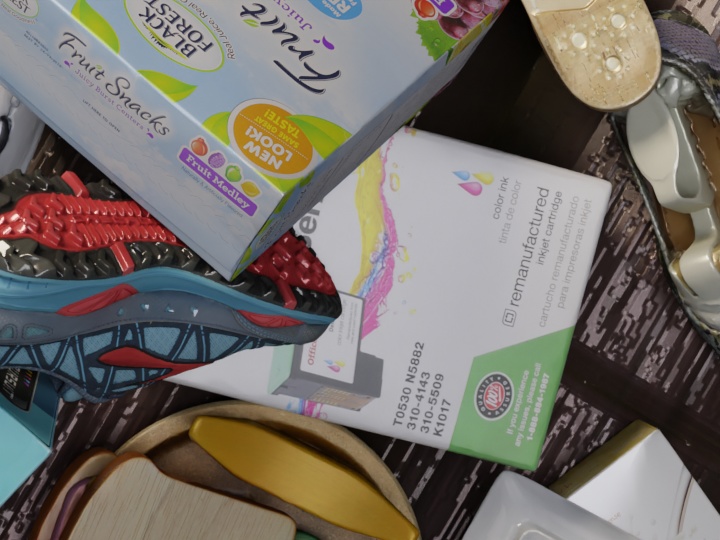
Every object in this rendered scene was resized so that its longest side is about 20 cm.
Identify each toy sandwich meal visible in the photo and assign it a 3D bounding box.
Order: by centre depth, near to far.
[{"bbox_3d":[-0.061,0.154,1.073,0.205,0.070,0.206,-1,96,-10],"label":"toy sandwich meal"}]

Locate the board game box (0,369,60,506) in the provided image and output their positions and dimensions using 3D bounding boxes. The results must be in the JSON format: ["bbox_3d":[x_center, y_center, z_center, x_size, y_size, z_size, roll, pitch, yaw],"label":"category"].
[{"bbox_3d":[-0.222,0.011,0.986,0.200,0.151,0.047,43,96,-11],"label":"board game box"}]

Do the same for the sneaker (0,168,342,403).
[{"bbox_3d":[-0.102,0.012,0.956,0.200,0.079,0.096,7,131,-38],"label":"sneaker"}]

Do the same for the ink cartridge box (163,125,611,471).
[{"bbox_3d":[0.000,0.000,1.062,0.200,0.084,0.145,14,92,-11],"label":"ink cartridge box"}]

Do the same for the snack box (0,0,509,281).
[{"bbox_3d":[-0.054,-0.113,0.973,0.169,0.068,0.200,40,46,5],"label":"snack box"}]

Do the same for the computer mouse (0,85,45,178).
[{"bbox_3d":[-0.168,-0.070,0.992,0.044,0.110,0.200,-13,62,28],"label":"computer mouse"}]

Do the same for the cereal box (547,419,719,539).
[{"bbox_3d":[0.146,0.197,1.132,0.144,0.040,0.200,-38,101,-5],"label":"cereal box"}]

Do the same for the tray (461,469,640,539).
[{"bbox_3d":[0.130,0.191,1.098,0.200,0.022,0.108,30,91,-11],"label":"tray"}]

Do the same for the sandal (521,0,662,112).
[{"bbox_3d":[0.076,-0.171,1.039,0.078,0.070,0.212,-32,85,6],"label":"sandal"}]

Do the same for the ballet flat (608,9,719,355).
[{"bbox_3d":[0.167,-0.028,1.097,0.072,0.072,0.201,-22,97,-8],"label":"ballet flat"}]
